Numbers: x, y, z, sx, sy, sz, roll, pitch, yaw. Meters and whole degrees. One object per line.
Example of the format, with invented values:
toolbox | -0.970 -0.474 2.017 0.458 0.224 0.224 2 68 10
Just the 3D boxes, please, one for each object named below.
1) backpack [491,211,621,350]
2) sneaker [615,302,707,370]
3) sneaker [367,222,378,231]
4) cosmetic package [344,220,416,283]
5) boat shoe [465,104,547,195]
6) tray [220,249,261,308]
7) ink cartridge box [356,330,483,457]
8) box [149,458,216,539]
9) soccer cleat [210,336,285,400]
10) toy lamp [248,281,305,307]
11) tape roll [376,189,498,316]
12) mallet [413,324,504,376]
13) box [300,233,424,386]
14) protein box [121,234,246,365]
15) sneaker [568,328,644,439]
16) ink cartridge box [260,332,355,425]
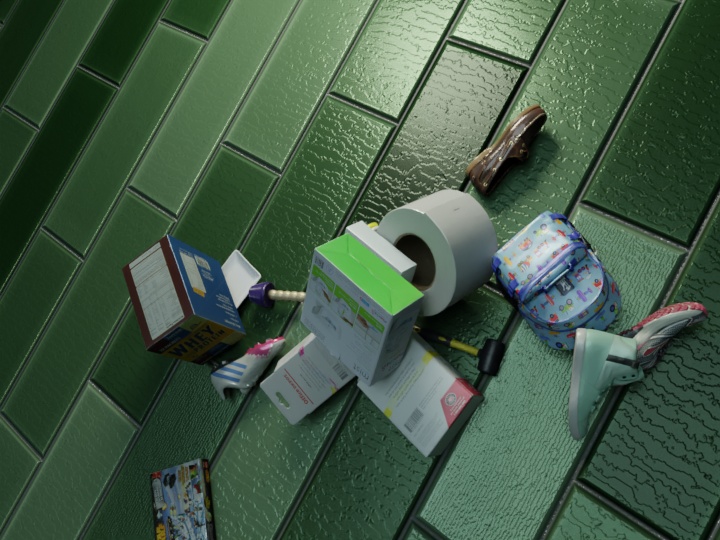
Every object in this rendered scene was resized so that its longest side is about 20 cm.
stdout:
backpack | 0.348 0.025 1.160 0.181 0.134 0.202 -36 50 9
sneaker | 0.496 0.120 1.122 0.198 0.080 0.076 -37 79 25
sneaker | 0.000 0.000 1.377 0.084 0.074 0.203 32 92 23
cosmetic package | 0.018 0.033 1.261 0.150 0.051 0.204 37 132 28
boat shoe | 0.302 -0.237 1.317 0.200 0.070 0.071 -47 55 14
tray | -0.316 0.062 1.528 0.107 0.022 0.201 40 93 27
ink cartridge box | 0.111 0.225 1.248 0.199 0.083 0.147 42 101 27
box | -0.379 0.522 1.408 0.133 0.040 0.206 -19 68 17
soccer cleat | -0.234 0.214 1.429 0.196 0.070 0.088 -28 81 16
toy lamp | -0.155 0.057 1.440 0.194 0.058 0.060 5 76 24
tape roll | 0.141 -0.035 1.236 0.200 0.137 0.209 22 122 40
mallet | 0.187 0.133 1.277 0.197 0.041 0.067 27 88 32
box | -0.005 0.071 1.191 0.199 0.096 0.180 38 133 28
protein box | -0.379 0.069 1.429 0.133 0.198 0.204 -32 64 11
sneaker | 0.409 0.201 1.099 0.115 0.074 0.207 6 113 18
ink cartridge box | -0.094 0.201 1.334 0.199 0.068 0.116 -39 98 8
